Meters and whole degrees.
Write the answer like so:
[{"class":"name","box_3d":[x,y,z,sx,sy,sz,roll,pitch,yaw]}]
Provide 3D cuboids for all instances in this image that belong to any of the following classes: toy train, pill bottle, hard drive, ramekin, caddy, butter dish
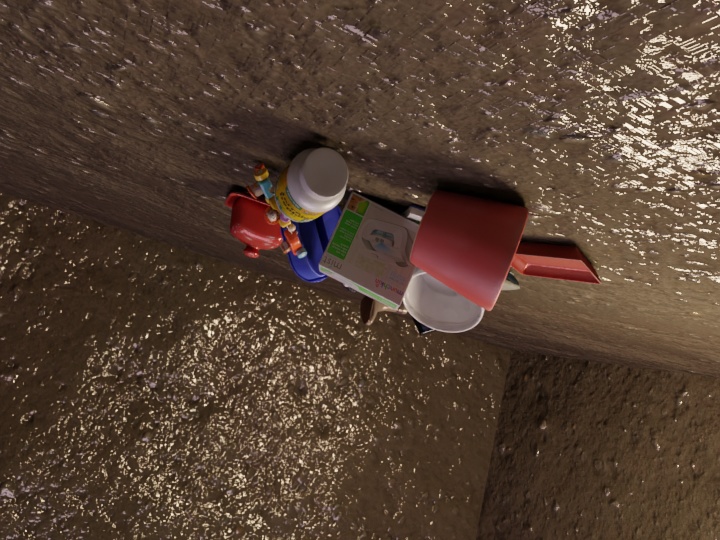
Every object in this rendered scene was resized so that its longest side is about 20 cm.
[{"class":"toy train","box_3d":[-0.183,-0.120,1.258,0.055,0.204,0.151,-27,165,-7]},{"class":"pill bottle","box_3d":[-0.089,-0.157,1.095,0.110,0.116,0.199,16,171,-18]},{"class":"hard drive","box_3d":[0.187,-0.094,1.329,0.194,0.026,0.132,16,171,-8]},{"class":"ramekin","box_3d":[0.202,0.038,1.398,0.194,0.107,0.204,14,139,13]},{"class":"caddy","box_3d":[-0.108,-0.075,1.393,0.139,0.206,0.104,-22,-168,-35]},{"class":"butter dish","box_3d":[-0.276,-0.109,1.593,0.194,0.153,0.199,16,171,-18]}]

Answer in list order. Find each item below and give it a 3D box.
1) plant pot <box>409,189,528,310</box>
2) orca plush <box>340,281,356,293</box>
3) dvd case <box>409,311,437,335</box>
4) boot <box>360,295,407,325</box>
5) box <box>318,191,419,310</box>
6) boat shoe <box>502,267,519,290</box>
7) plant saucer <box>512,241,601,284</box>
[{"class":"plant pot","box_3d":[0.193,-0.050,1.104,0.173,0.206,0.201,21,173,9]},{"class":"orca plush","box_3d":[0.000,0.000,1.514,0.069,0.107,0.202,-22,153,-17]},{"class":"dvd case","box_3d":[0.168,0.058,1.511,0.139,0.204,0.018,-12,151,-25]},{"class":"boot","box_3d":[0.074,0.088,1.684,0.144,0.205,0.070,27,137,-27]},{"class":"box","box_3d":[0.029,-0.040,1.307,0.196,0.180,0.097,26,170,1]},{"class":"boat shoe","box_3d":[0.375,0.018,1.590,0.073,0.064,0.198,-11,168,31]},{"class":"plant saucer","box_3d":[0.428,-0.021,1.353,0.196,0.038,0.198,9,170,37]}]
